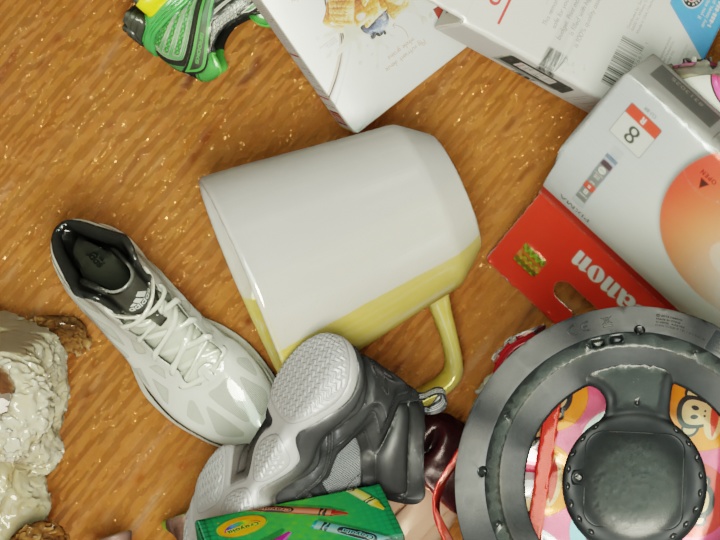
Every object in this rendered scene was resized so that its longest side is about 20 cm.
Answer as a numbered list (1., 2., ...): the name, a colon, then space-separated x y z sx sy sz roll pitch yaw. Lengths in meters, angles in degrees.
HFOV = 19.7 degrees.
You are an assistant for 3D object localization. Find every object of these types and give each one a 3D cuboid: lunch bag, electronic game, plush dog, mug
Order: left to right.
1. plush dog: -0.251 0.116 1.359 0.199 0.160 0.172 16 100 34
2. mug: -0.004 -0.009 1.354 0.153 0.187 0.150 -24 50 -7
3. lunch bag: 0.130 0.137 1.206 0.175 0.082 0.201 7 81 9
4. electronic game: 0.151 0.118 1.142 0.199 0.042 0.201 -2 76 8

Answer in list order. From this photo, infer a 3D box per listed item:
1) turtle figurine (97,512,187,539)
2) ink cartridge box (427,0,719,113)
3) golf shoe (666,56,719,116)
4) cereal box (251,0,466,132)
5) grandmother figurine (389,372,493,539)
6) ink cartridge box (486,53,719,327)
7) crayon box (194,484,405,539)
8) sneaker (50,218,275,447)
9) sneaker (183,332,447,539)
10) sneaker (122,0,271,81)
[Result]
1. turtle figurine: -0.129 0.248 1.354 0.199 0.064 0.162 -17 83 3
2. ink cartridge box: 0.130 -0.183 1.347 0.200 0.067 0.116 27 86 -13
3. golf shoe: 0.273 -0.078 1.283 0.199 0.073 0.092 16 93 19
4. cereal box: -0.008 -0.211 1.358 0.144 0.040 0.200 -39 108 -7
5. grandmother figurine: 0.049 0.144 1.354 0.121 0.061 0.200 43 91 -16
6. ink cartridge box: 0.179 -0.013 1.310 0.162 0.050 0.200 43 124 7
7. crayon box: -0.034 0.236 1.284 0.118 0.058 0.201 -10 122 -12
8. sneaker: -0.134 0.043 1.350 0.200 0.115 0.076 43 89 7
9. sneaker: -0.026 0.134 1.302 0.114 0.076 0.200 21 120 -27
10. sneaker: -0.067 -0.214 1.401 0.085 0.078 0.200 40 97 1
